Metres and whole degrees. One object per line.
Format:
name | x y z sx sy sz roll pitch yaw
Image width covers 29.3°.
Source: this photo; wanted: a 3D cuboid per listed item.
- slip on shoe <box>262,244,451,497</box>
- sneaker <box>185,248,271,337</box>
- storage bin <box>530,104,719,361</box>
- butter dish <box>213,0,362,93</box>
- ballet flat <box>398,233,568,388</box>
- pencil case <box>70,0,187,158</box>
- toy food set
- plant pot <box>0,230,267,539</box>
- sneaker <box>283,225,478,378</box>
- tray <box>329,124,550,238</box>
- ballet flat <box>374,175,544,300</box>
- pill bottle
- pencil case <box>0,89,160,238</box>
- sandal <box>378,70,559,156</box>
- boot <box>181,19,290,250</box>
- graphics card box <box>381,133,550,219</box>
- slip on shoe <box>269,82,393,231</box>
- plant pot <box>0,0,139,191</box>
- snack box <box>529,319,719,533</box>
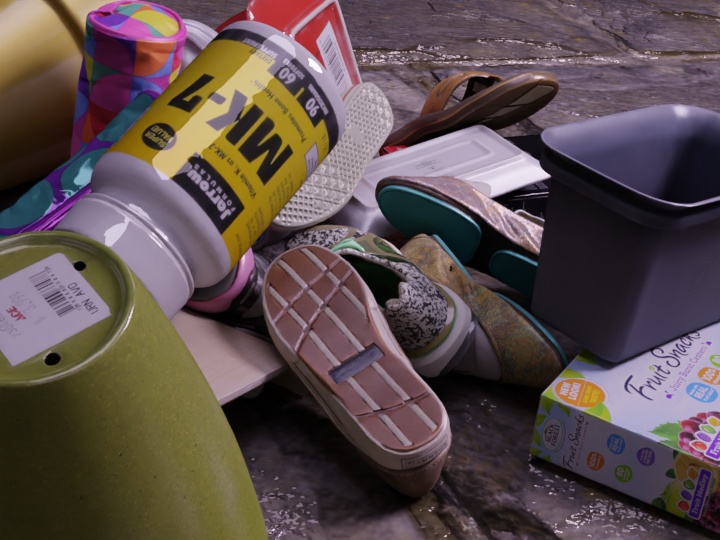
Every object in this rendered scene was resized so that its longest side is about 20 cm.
slip on shoe | -0.004 0.064 0.907 0.076 0.061 0.200 -29 51 -16
sneaker | -0.109 0.000 1.050 0.095 0.079 0.200 31 3 -32
storage bin | 0.202 -0.029 0.980 0.199 0.136 0.145 -15 36 -43
butter dish | -0.089 -0.163 1.267 0.146 0.202 0.200 -8 23 24
ballet flat | 0.076 0.039 1.023 0.070 0.071 0.200 -8 32 -28
pencil case | -0.195 -0.114 1.100 0.087 0.202 0.089 13 29 -7
toy food set | -0.141 0.078 0.902 0.142 0.061 0.199 21 22 24
plant pot | -0.142 0.084 0.666 0.184 0.202 0.188 0 45 0
sneaker | 0.000 0.000 1.005 0.077 0.089 0.199 -52 43 -9
tray | 0.057 -0.082 1.181 0.198 0.022 0.107 -20 37 -24
ballet flat | 0.105 -0.032 1.114 0.199 0.068 0.068 31 49 -2
pill bottle | -0.108 -0.063 0.924 0.113 0.115 0.201 23 60 28
pencil case | -0.198 -0.044 0.999 0.085 0.092 0.200 46 67 1
sandal | 0.091 -0.153 1.273 0.080 0.055 0.199 -2 -12 -46
boot | -0.114 -0.112 1.117 0.073 0.201 0.096 -29 5 14
graphics card box | 0.131 -0.076 1.261 0.198 0.051 0.125 -8 31 -26
slip on shoe | -0.037 -0.089 1.125 0.061 0.074 0.200 -21 20 36
plant pot | -0.297 -0.159 1.172 0.199 0.203 0.188 26 47 32
snack box | 0.221 0.091 0.962 0.141 0.054 0.200 19 28 23
